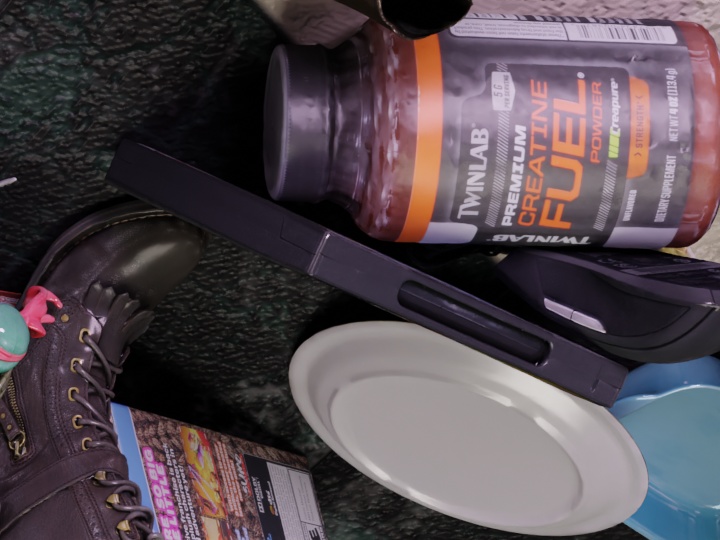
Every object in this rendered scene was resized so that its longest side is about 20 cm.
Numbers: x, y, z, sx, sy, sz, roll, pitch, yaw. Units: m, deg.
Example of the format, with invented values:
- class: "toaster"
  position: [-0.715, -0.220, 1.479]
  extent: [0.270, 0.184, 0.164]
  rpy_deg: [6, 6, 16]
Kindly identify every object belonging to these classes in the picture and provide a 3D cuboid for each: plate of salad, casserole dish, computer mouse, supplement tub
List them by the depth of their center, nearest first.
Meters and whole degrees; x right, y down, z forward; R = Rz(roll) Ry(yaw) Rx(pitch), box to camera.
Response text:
- class: "supplement tub"
  position: [0.059, -0.063, 1.266]
  extent: [0.200, 0.107, 0.107]
  rpy_deg: [1, 143, -9]
- class: "computer mouse"
  position: [0.125, 0.009, 1.315]
  extent: [0.200, 0.046, 0.140]
  rpy_deg: [14, -167, 40]
- class: "plate of salad"
  position: [0.059, 0.078, 1.485]
  extent: [0.200, 0.048, 0.200]
  rpy_deg: [18, 149, 11]
- class: "casserole dish"
  position: [0.192, 0.102, 1.562]
  extent: [0.121, 0.039, 0.200]
  rpy_deg: [-30, 136, 29]

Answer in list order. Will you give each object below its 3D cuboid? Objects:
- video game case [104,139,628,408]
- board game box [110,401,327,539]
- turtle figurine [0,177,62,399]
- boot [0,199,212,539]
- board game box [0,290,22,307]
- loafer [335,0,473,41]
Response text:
- class: "video game case"
  position: [0.000, 0.000, 1.299]
  extent: [0.181, 0.200, 0.026]
  rpy_deg: [25, 90, -34]
- class: "board game box"
  position: [-0.098, 0.172, 1.472]
  extent: [0.097, 0.160, 0.200]
  rpy_deg: [-25, 156, 23]
- class: "turtle figurine"
  position: [-0.221, 0.048, 1.321]
  extent: [0.200, 0.150, 0.101]
  rpy_deg: [-36, 109, 32]
- class: "boot"
  position: [-0.128, 0.078, 1.350]
  extent: [0.200, 0.174, 0.069]
  rpy_deg: [-39, 138, 12]
- class: "board game box"
  position: [-0.270, 0.035, 1.423]
  extent: [0.200, 0.019, 0.103]
  rpy_deg: [9, 139, -20]
- class: "loafer"
  position: [0.008, -0.128, 1.141]
  extent: [0.073, 0.071, 0.200]
  rpy_deg: [-4, 180, -34]
